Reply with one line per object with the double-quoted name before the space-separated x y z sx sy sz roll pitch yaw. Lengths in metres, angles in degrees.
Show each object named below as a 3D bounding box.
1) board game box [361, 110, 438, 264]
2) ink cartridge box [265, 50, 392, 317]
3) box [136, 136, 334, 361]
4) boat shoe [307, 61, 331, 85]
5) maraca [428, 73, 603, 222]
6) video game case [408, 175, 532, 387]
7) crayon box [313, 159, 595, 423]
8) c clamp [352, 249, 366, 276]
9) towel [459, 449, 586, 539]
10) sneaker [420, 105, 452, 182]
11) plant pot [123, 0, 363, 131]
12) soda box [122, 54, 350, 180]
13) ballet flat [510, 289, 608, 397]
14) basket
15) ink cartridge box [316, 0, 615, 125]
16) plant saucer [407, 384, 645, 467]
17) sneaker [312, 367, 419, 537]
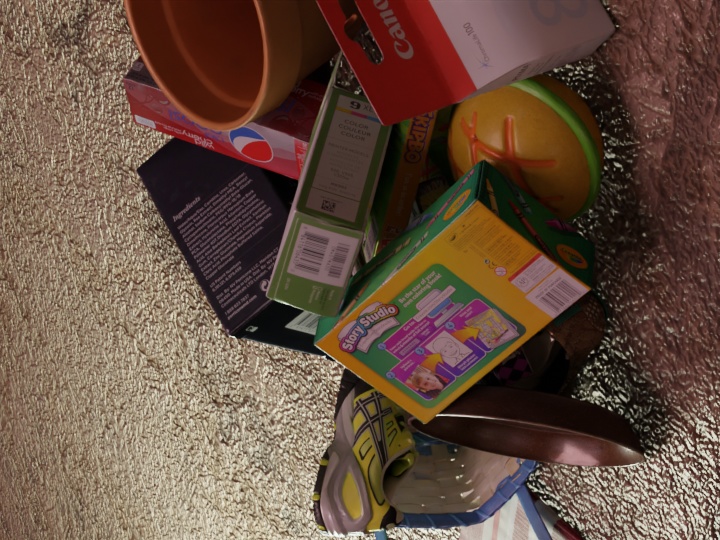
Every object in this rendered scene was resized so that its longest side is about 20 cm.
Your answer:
"board game box" 0.031 -0.103 1.587 0.096 0.030 0.200 -104 22 -55
"ink cartridge box" -0.018 -0.073 1.561 0.104 0.059 0.200 110 175 -46
"box" -0.078 -0.036 1.858 0.117 0.197 0.200 -39 66 17
"boat shoe" -0.083 -0.230 1.904 0.065 0.073 0.200 163 89 -75
"maraca" 0.121 -0.087 1.563 0.137 0.107 0.200 47 151 3
"video game case" 0.069 0.014 1.687 0.181 0.036 0.200 66 167 -2
"crayon box" 0.072 0.020 1.530 0.119 0.058 0.200 37 124 -18
"c clamp" 0.000 0.000 1.701 0.200 0.027 0.171 -87 -25 -81
"towel" 0.164 0.269 1.857 0.200 0.023 0.144 42 142 40
"sneaker" 0.084 -0.104 1.670 0.090 0.078 0.200 50 160 33
"plant pot" -0.090 -0.233 1.667 0.200 0.140 0.200 30 132 40
"soda box" -0.107 -0.144 1.746 0.200 0.070 0.063 21 147 19
"ballet flat" 0.152 0.082 1.683 0.071 0.065 0.200 49 150 23
"basket" 0.075 0.196 1.777 0.139 0.176 0.200 -53 44 42
"ink cartridge box" 0.070 -0.211 1.465 0.160 0.200 0.047 63 151 11
"plant saucer" 0.141 0.129 1.641 0.200 0.200 0.034 -15 62 64
"sneaker" 0.017 0.141 1.702 0.075 0.076 0.200 66 -148 -58
